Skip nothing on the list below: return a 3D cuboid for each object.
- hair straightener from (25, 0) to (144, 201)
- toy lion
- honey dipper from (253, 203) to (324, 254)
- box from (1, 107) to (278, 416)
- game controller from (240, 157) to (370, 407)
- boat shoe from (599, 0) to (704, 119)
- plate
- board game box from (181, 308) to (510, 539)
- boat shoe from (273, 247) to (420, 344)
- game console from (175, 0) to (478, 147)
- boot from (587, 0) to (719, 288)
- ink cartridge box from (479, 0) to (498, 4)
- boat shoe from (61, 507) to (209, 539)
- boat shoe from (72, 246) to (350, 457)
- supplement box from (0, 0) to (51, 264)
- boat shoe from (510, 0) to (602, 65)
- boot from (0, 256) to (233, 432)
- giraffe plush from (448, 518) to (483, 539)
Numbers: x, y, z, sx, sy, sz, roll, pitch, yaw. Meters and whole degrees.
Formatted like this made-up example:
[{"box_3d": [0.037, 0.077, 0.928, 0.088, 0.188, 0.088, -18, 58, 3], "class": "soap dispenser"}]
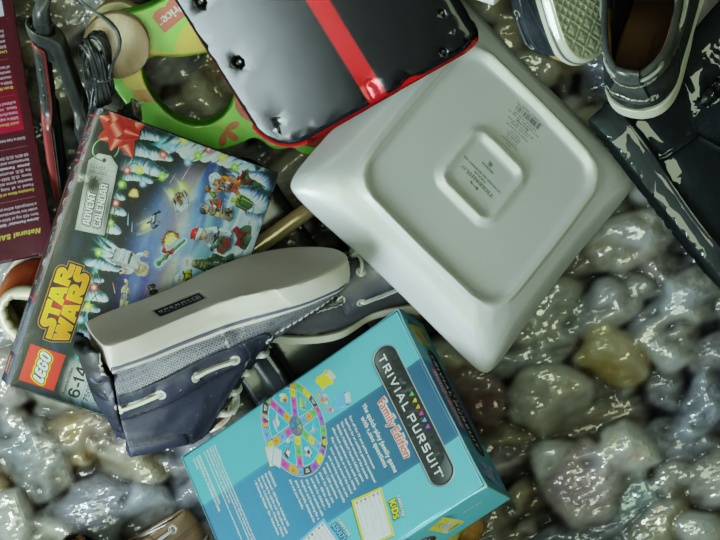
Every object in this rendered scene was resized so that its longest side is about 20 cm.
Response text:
[{"box_3d": [-0.189, -0.128, 1.445, 0.076, 0.041, 0.201, 1, 134, 1], "class": "hair straightener"}, {"box_3d": [-0.072, -0.159, 1.482, 0.199, 0.069, 0.192, -37, 106, 7], "class": "toy lion"}, {"box_3d": [-0.076, -0.014, 1.484, 0.199, 0.038, 0.038, -37, 99, -6], "class": "honey dipper"}, {"box_3d": [-0.153, 0.003, 1.429, 0.136, 0.040, 0.202, 18, 89, -18], "class": "box"}, {"box_3d": [-0.071, 0.018, 1.526, 0.104, 0.042, 0.201, -34, 99, -8], "class": "game controller"}, {"box_3d": [0.205, -0.210, 1.429, 0.071, 0.068, 0.202, 4, 72, 23], "class": "boat shoe"}, {"box_3d": [0.082, -0.066, 1.461, 0.199, 0.032, 0.200, 43, 70, -9], "class": "plate"}, {"box_3d": [-0.013, 0.147, 1.458, 0.199, 0.047, 0.152, -34, 61, 14], "class": "board game box"}, {"box_3d": [0.000, 0.000, 1.474, 0.198, 0.073, 0.063, -10, 132, -19], "class": "boat shoe"}, {"box_3d": [-0.039, -0.198, 1.395, 0.176, 0.031, 0.201, -29, 102, 20], "class": "game console"}, {"box_3d": [0.282, -0.091, 1.477, 0.168, 0.076, 0.200, -39, 105, 2], "class": "boot"}, {"box_3d": [0.058, -0.258, 1.384, 0.198, 0.068, 0.117, 20, 123, 16], "class": "ink cartridge box"}, {"box_3d": [-0.207, 0.234, 1.551, 0.198, 0.072, 0.073, -20, 95, -6], "class": "boat shoe"}, {"box_3d": [-0.094, 0.055, 1.404, 0.198, 0.075, 0.094, -19, 115, -16], "class": "boat shoe"}, {"box_3d": [-0.291, -0.103, 1.472, 0.108, 0.061, 0.202, -12, 101, -22], "class": "supplement box"}, {"box_3d": [0.123, -0.242, 1.453, 0.074, 0.062, 0.202, -23, 104, -30], "class": "boat shoe"}, {"box_3d": [-0.180, 0.064, 1.497, 0.199, 0.107, 0.075, 32, 98, -7], "class": "boot"}, {"box_3d": [0.054, 0.225, 1.511, 0.172, 0.200, 0.163, -31, 70, 10], "class": "giraffe plush"}]
